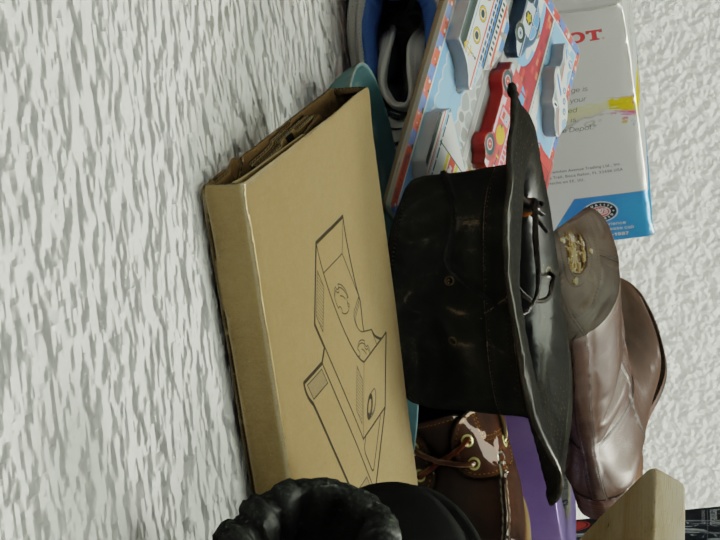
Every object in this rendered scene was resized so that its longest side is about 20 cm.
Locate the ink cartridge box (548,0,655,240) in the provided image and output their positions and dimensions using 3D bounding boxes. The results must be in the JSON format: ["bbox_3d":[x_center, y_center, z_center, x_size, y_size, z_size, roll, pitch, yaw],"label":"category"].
[{"bbox_3d":[0.108,-0.133,1.463,0.145,0.147,0.200,-87,168,-45],"label":"ink cartridge box"}]

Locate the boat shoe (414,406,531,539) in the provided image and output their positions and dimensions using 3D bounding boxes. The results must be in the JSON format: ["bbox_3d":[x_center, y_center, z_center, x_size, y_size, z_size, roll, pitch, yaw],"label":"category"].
[{"bbox_3d":[0.045,0.091,1.194,0.070,0.070,0.200,58,21,-62],"label":"boat shoe"}]

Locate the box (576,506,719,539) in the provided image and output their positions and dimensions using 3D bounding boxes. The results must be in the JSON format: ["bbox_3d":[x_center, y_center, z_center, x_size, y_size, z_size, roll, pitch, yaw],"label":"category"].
[{"bbox_3d":[0.166,0.234,1.493,0.200,0.182,0.104,-42,126,-79],"label":"box"}]

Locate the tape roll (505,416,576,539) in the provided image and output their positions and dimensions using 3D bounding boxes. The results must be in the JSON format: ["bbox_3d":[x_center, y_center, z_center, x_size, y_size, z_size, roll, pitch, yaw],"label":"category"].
[{"bbox_3d":[0.078,0.082,1.344,0.200,0.085,0.200,-5,90,-81],"label":"tape roll"}]

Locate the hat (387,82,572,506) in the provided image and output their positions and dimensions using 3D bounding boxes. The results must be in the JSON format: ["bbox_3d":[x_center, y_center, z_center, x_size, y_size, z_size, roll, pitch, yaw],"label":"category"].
[{"bbox_3d":[0.051,0.014,1.054,0.201,0.081,0.201,-6,90,-82],"label":"hat"}]

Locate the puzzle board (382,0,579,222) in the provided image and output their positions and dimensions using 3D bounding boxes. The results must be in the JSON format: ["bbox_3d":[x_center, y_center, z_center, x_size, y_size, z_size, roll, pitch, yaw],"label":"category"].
[{"bbox_3d":[0.071,-0.078,1.178,0.151,0.017,0.200,52,46,-50],"label":"puzzle board"}]

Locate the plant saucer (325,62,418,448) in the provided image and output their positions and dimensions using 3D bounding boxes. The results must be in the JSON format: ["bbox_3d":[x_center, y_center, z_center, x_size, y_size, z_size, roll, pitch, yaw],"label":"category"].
[{"bbox_3d":[0.000,0.000,1.085,0.200,0.027,0.200,-5,90,-81],"label":"plant saucer"}]

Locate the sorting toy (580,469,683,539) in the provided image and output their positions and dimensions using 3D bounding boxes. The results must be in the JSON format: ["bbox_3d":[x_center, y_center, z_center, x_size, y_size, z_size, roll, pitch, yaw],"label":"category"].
[{"bbox_3d":[0.117,0.238,1.116,0.199,0.070,0.200,-52,-163,37],"label":"sorting toy"}]

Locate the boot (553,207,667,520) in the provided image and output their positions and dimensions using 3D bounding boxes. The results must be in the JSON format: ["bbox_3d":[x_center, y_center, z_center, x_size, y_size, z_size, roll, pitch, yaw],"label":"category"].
[{"bbox_3d":[0.135,0.018,1.294,0.200,0.064,0.186,72,15,-47],"label":"boot"}]

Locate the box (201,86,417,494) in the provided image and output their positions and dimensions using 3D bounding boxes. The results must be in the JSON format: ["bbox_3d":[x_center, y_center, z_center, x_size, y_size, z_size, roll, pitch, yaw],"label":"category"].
[{"bbox_3d":[-0.014,0.039,0.911,0.163,0.021,0.200,-47,131,-66],"label":"box"}]

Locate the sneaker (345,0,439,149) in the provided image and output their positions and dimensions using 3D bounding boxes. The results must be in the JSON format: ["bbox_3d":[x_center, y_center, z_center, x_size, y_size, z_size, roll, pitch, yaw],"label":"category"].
[{"bbox_3d":[0.032,-0.091,1.227,0.146,0.081,0.200,-52,143,-61],"label":"sneaker"}]

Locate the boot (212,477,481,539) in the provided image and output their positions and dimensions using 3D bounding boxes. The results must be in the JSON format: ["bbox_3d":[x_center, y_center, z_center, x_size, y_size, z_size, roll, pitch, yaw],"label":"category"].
[{"bbox_3d":[-0.008,0.114,0.742,0.211,0.079,0.158,-76,160,-46],"label":"boot"}]
